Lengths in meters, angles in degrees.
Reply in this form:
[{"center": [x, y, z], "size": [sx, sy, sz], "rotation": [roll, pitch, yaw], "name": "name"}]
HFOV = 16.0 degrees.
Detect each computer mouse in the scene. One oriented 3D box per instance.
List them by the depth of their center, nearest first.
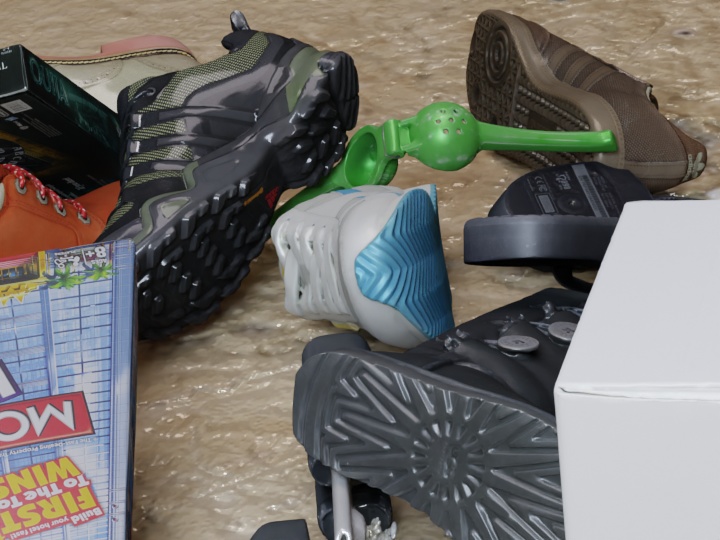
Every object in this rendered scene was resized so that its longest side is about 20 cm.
[{"center": [0.160, -0.028, 1.307], "size": [0.200, 0.034, 0.059], "rotation": [-5, 43, -12], "name": "computer mouse"}]

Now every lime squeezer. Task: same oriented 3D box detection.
[{"center": [0.025, -0.057, 1.304], "size": [0.200, 0.038, 0.071], "rotation": [-15, -11, 15], "name": "lime squeezer"}]

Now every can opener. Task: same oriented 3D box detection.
[{"center": [-0.016, 0.087, 1.077], "size": [0.066, 0.053, 0.200], "rotation": [-4, 25, 3], "name": "can opener"}]

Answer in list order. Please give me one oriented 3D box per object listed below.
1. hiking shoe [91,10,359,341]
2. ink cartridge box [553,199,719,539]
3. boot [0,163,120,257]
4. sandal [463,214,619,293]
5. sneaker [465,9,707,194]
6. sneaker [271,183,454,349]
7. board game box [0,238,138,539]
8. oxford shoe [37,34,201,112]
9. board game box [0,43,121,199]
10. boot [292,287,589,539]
[{"center": [-0.091, -0.045, 1.277], "size": [0.101, 0.076, 0.200], "rotation": [27, 59, 31], "name": "hiking shoe"}, {"center": [0.122, 0.092, 0.864], "size": [0.084, 0.200, 0.145], "rotation": [1, 26, 15], "name": "ink cartridge box"}, {"center": [-0.159, -0.019, 1.274], "size": [0.075, 0.107, 0.200], "rotation": [10, 29, 34], "name": "boot"}, {"center": [0.123, 0.000, 1.196], "size": [0.200, 0.043, 0.076], "rotation": [1, -4, -41], "name": "sandal"}, {"center": [0.120, -0.086, 1.413], "size": [0.075, 0.071, 0.200], "rotation": [4, 25, -22], "name": "sneaker"}, {"center": [0.000, 0.000, 1.205], "size": [0.081, 0.077, 0.200], "rotation": [-8, 3, 3], "name": "sneaker"}, {"center": [-0.166, 0.087, 1.035], "size": [0.200, 0.062, 0.200], "rotation": [-10, 43, -13], "name": "board game box"}, {"center": [-0.166, -0.082, 1.449], "size": [0.200, 0.071, 0.074], "rotation": [-23, 37, -26], "name": "oxford shoe"}, {"center": [-0.195, -0.060, 1.296], "size": [0.135, 0.028, 0.200], "rotation": [-14, -14, 11], "name": "board game box"}, {"center": [0.091, 0.065, 1.067], "size": [0.165, 0.066, 0.200], "rotation": [30, 20, 28], "name": "boot"}]
